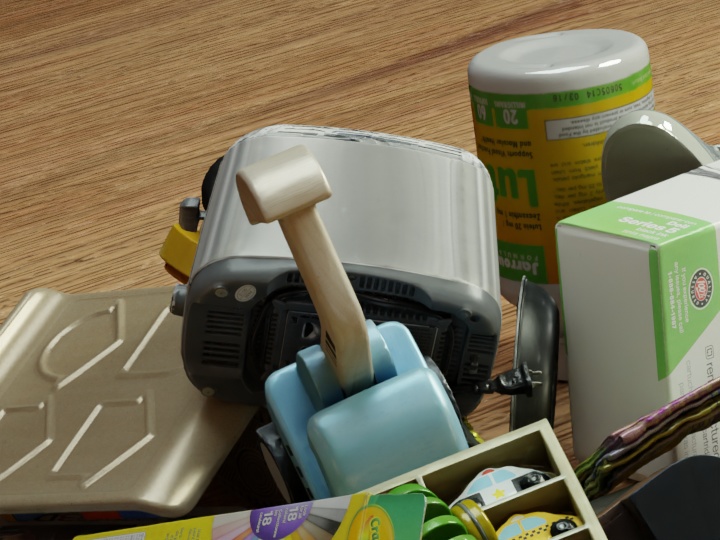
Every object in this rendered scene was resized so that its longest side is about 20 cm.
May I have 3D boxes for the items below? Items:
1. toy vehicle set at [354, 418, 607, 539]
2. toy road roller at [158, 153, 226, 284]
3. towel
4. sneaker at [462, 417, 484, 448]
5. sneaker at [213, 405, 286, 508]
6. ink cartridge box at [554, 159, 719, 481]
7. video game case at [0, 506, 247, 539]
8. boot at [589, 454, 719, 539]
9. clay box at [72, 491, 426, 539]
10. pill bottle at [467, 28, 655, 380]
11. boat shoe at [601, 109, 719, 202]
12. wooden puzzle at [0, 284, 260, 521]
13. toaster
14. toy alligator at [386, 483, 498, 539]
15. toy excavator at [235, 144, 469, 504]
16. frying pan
[{"bbox_3d":[0.017,0.153,1.362,0.200,0.027,0.124,-22,42,-4],"label":"toy vehicle set"},{"bbox_3d":[-0.036,0.024,1.868,0.200,0.146,0.123,27,5,-20],"label":"toy road roller"},{"bbox_3d":[0.197,0.065,1.519,0.200,0.023,0.144,-27,-10,-11],"label":"towel"},{"bbox_3d":[0.037,0.105,1.613,0.085,0.075,0.200,4,28,16],"label":"sneaker"},{"bbox_3d":[-0.050,0.082,1.710,0.112,0.071,0.200,-24,21,-35],"label":"sneaker"},{"bbox_3d":[0.212,0.020,1.663,0.200,0.146,0.084,-21,22,-37],"label":"ink cartridge box"},{"bbox_3d":[-0.174,0.170,1.554,0.182,0.023,0.200,-2,17,19],"label":"video game case"},{"bbox_3d":[0.095,0.156,1.443,0.200,0.075,0.097,-23,-6,-14],"label":"boot"},{"bbox_3d":[-0.051,0.165,1.296,0.200,0.048,0.115,-10,56,34],"label":"clay box"},{"bbox_3d":[0.132,-0.039,1.804,0.111,0.200,0.111,-8,16,2],"label":"pill bottle"},{"bbox_3d":[0.206,-0.035,1.764,0.070,0.201,0.072,-17,40,29],"label":"boat shoe"},{"bbox_3d":[-0.139,0.078,1.642,0.200,0.046,0.185,0,40,32],"label":"wooden puzzle"},{"bbox_3d":[0.000,0.000,1.579,0.200,0.114,0.129,6,47,-3],"label":"toaster"},{"bbox_3d":[0.052,0.148,1.294,0.059,0.054,0.200,-29,43,-12],"label":"toy alligator"},{"bbox_3d":[0.000,0.054,1.443,0.100,0.195,0.200,-23,-19,-10],"label":"toy excavator"},{"bbox_3d":[0.098,0.062,1.678,0.031,0.115,0.190,4,-2,6],"label":"frying pan"}]
